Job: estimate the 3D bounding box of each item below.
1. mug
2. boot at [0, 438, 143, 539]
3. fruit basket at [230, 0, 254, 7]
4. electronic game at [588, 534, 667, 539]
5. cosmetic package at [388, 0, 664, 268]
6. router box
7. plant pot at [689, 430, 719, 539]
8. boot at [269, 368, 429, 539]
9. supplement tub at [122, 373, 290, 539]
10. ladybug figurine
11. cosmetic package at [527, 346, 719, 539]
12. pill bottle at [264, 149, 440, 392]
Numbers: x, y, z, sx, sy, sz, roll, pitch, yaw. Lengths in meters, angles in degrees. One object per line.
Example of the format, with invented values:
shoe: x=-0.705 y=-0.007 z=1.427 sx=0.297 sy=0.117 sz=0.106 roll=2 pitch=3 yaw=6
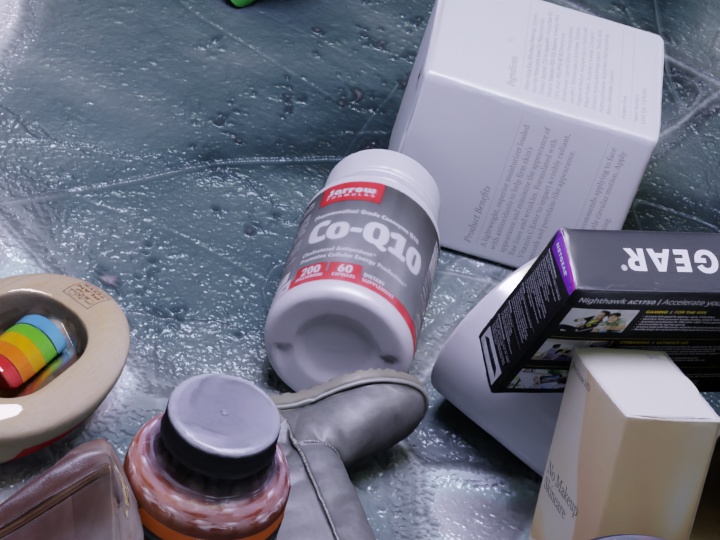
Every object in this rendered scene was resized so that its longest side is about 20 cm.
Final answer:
mug: x=0.169 y=0.080 z=1.611 sx=0.186 sy=0.150 sz=0.153 roll=-28 pitch=64 yaw=-34
boot: x=-0.217 y=0.144 z=1.338 sx=0.064 sy=0.200 sz=0.187 roll=29 pitch=33 yaw=-43
fruit basket: x=-0.097 y=-0.348 z=2.049 sx=0.214 sy=0.156 sz=0.216 roll=-21 pitch=14 yaw=5
electronic game: x=0.170 y=0.269 z=1.374 sx=0.198 sy=0.042 sz=0.202 roll=1 pitch=86 yaw=-13
cosmetic package: x=0.133 y=-0.116 z=1.808 sx=0.199 sy=0.166 sz=0.165 roll=17 pitch=38 yaw=-3
router box: x=0.201 y=0.030 z=1.481 sx=0.199 sy=0.149 sz=0.051 roll=1 pitch=60 yaw=-22
plant pot: x=0.345 y=0.147 z=1.544 sx=0.200 sy=0.200 sz=0.177 roll=38 pitch=26 yaw=4
boot: x=-0.007 y=0.165 z=1.493 sx=0.181 sy=0.073 sz=0.200 roll=-14 pitch=40 yaw=-15
supplement tub: x=-0.104 y=0.160 z=1.357 sx=0.106 sy=0.201 sz=0.107 roll=10 pitch=40 yaw=-9
ladybug figurine: x=-0.242 y=0.073 z=1.511 sx=0.135 sy=0.072 sz=0.200 roll=33 pitch=42 yaw=20
cosmetic package: x=0.168 y=0.162 z=1.445 sx=0.071 sy=0.201 sz=0.105 roll=3 pitch=22 yaw=-18
pill bottle: x=0.000 y=0.000 z=1.658 sx=0.113 sy=0.114 sz=0.201 roll=17 pitch=39 yaw=-1
